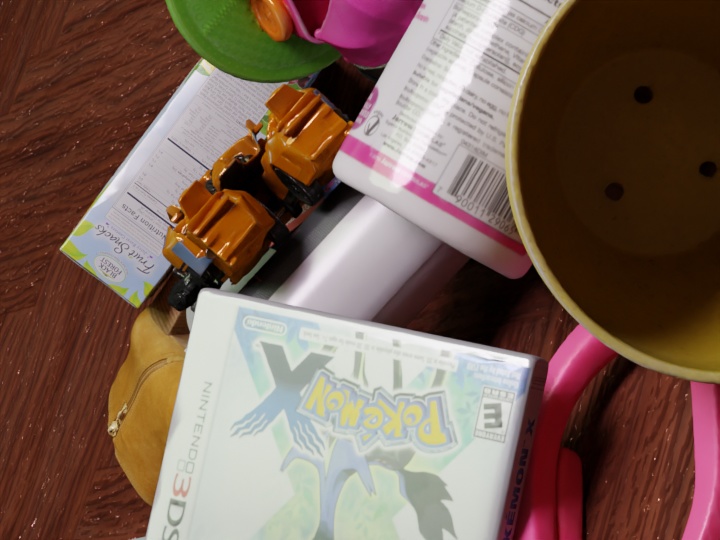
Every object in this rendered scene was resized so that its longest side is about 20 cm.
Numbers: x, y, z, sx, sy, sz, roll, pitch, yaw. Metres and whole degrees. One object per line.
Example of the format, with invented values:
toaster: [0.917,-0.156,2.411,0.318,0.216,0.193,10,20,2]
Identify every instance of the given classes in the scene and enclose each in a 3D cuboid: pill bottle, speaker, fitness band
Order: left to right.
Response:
speaker: [0.000,0.000,1.521,0.200,0.081,0.081,-47,27,-2]
pill bottle: [0.081,-0.108,1.424,0.201,0.113,0.113,-60,26,2]
fitness band: [0.129,0.097,1.358,0.144,0.037,0.201,-40,36,38]

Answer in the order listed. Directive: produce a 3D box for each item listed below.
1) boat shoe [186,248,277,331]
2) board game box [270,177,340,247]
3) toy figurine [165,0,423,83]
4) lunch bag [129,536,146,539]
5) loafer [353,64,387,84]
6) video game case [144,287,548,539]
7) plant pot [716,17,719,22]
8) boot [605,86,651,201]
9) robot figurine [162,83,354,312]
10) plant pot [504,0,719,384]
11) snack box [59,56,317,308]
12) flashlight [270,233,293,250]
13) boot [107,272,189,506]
boat shoe: [-0.028,0.044,1.626,0.071,0.064,0.200,-54,38,-9]
board game box: [-0.008,-0.063,1.696,0.103,0.019,0.200,-45,6,-37]
toy figurine: [-0.016,-0.188,1.563,0.150,0.201,0.184,-31,24,-20]
lunch bag: [-0.104,0.250,1.547,0.170,0.122,0.201,-15,61,53]
loafer: [0.042,-0.158,1.710,0.200,0.069,0.076,-10,57,58]
video game case: [-0.015,0.114,1.424,0.199,0.022,0.183,11,88,30]
plant pot: [0.229,-0.227,1.321,0.200,0.200,0.178,-22,36,53]
boot: [0.154,-0.138,1.508,0.200,0.066,0.175,-59,34,6]
robot figurine: [-0.058,-0.044,1.550,0.145,0.058,0.200,-48,3,-8]
plant pot: [0.152,-0.053,1.313,0.201,0.199,0.142,-64,8,-2]
snack box: [-0.101,-0.076,1.804,0.200,0.068,0.169,-54,2,0]
flashlight: [0.002,-0.015,1.659,0.200,0.067,0.068,-33,60,47]
boot: [-0.098,0.102,1.747,0.144,0.070,0.202,-63,35,38]
